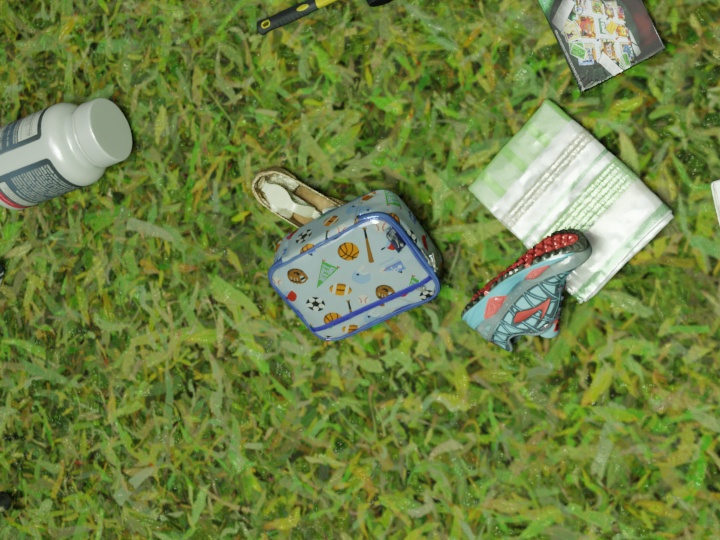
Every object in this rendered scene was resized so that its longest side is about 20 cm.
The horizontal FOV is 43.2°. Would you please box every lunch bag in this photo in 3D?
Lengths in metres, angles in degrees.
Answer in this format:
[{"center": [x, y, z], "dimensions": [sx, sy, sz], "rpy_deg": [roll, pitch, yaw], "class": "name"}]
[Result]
[{"center": [0.000, 0.000, 1.119], "dimensions": [0.199, 0.076, 0.161], "rpy_deg": [-24, 120, 24], "class": "lunch bag"}]

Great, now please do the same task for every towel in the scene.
[{"center": [0.243, -0.082, 1.067], "dimensions": [0.200, 0.031, 0.149], "rpy_deg": [47, 108, 14], "class": "towel"}]

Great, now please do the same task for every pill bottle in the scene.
[{"center": [-0.427, -0.167, 1.280], "dimensions": [0.199, 0.119, 0.120], "rpy_deg": [-15, 89, 23], "class": "pill bottle"}]

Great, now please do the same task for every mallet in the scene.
[{"center": [-0.050, -0.352, 1.156], "dimensions": [0.199, 0.041, 0.066], "rpy_deg": [-7, 93, 26], "class": "mallet"}]

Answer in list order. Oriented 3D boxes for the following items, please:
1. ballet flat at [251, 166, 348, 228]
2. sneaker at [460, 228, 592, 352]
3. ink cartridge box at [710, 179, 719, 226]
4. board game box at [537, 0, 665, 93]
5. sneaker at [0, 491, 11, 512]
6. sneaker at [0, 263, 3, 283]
[{"center": [-0.061, -0.070, 1.168], "dimensions": [0.199, 0.065, 0.071], "rpy_deg": [28, 103, 17], "class": "ballet flat"}, {"center": [0.208, 0.027, 1.049], "dimensions": [0.096, 0.079, 0.200], "rpy_deg": [46, 139, 0], "class": "sneaker"}, {"center": [0.428, -0.067, 0.896], "dimensions": [0.144, 0.200, 0.085], "rpy_deg": [-15, 90, 22], "class": "ink cartridge box"}, {"center": [0.257, -0.316, 1.038], "dimensions": [0.104, 0.023, 0.201], "rpy_deg": [-25, 86, 24], "class": "board game box"}, {"center": [-0.602, 0.421, 1.441], "dimensions": [0.200, 0.077, 0.089], "rpy_deg": [-37, 94, 26], "class": "sneaker"}, {"center": [-0.647, 0.019, 1.407], "dimensions": [0.130, 0.079, 0.199], "rpy_deg": [46, 120, 3], "class": "sneaker"}]
